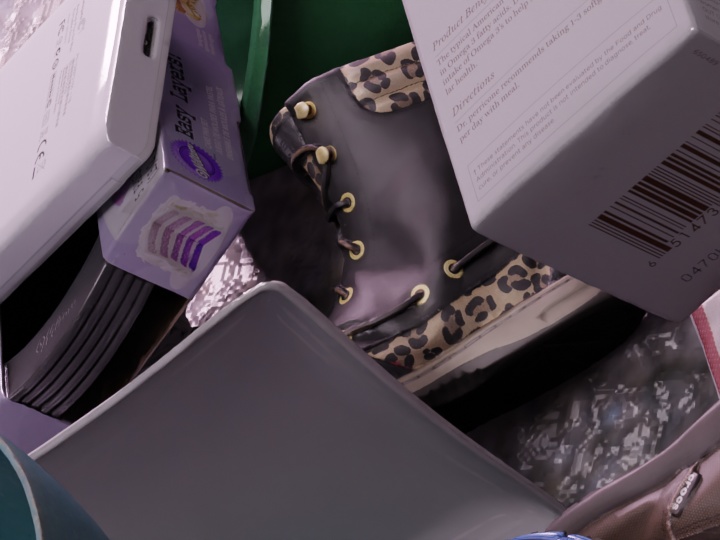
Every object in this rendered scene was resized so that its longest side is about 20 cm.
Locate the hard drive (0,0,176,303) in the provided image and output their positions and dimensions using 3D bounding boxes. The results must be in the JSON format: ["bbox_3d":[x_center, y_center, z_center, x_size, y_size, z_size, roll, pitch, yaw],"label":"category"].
[{"bbox_3d":[-0.147,-0.050,1.256,0.200,0.026,0.133,-41,33,42],"label":"hard drive"}]

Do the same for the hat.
[{"bbox_3d":[0.023,-0.104,1.318,0.200,0.175,0.167,113,158,-51],"label":"hat"}]

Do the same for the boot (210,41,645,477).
[{"bbox_3d":[0.000,0.000,1.178,0.199,0.073,0.151,-26,64,0],"label":"boot"}]

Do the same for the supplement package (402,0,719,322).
[{"bbox_3d":[0.095,-0.104,1.057,0.117,0.117,0.201,-41,45,30],"label":"supplement package"}]

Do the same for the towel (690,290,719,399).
[{"bbox_3d":[0.225,0.021,1.061,0.199,0.023,0.145,-34,49,23],"label":"towel"}]

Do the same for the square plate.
[{"bbox_3d":[-0.047,0.099,1.121,0.198,0.200,0.029,-35,40,20],"label":"square plate"}]

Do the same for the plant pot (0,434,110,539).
[{"bbox_3d":[-0.127,0.162,0.907,0.199,0.135,0.201,-25,48,30],"label":"plant pot"}]

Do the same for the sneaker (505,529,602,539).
[{"bbox_3d":[0.075,0.142,0.982,0.199,0.078,0.076,15,110,54],"label":"sneaker"}]

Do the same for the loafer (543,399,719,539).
[{"bbox_3d":[0.126,0.104,1.038,0.200,0.073,0.071,-48,42,29],"label":"loafer"}]

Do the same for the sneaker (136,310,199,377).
[{"bbox_3d":[-0.079,0.029,1.285,0.199,0.075,0.116,-21,50,32],"label":"sneaker"}]

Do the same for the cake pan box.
[{"bbox_3d":[-0.121,-0.016,1.264,0.185,0.052,0.201,-54,26,25],"label":"cake pan box"}]
